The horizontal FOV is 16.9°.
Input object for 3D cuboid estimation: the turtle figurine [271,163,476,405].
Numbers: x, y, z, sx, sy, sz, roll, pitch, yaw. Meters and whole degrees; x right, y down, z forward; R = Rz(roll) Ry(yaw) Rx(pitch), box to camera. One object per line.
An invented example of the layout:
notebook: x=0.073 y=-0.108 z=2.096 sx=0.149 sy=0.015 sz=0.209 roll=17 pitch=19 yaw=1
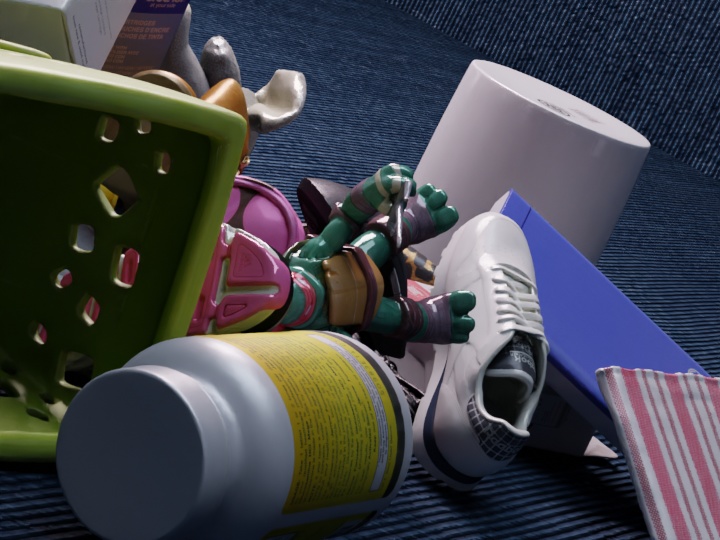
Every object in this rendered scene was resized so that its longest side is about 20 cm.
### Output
turtle figurine: x=0.001 y=0.009 z=1.407 sx=0.101 sy=0.150 sz=0.200 roll=8 pitch=11 yaw=24

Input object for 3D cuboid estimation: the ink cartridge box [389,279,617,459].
ink cartridge box: x=0.098 y=0.070 z=1.714 sx=0.200 sy=0.068 sz=0.116 roll=15 pitch=17 yaw=-42

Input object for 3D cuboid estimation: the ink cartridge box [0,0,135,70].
ink cartridge box: x=-0.208 y=-0.208 z=1.492 sx=0.145 sy=0.084 sz=0.200 roll=10 pitch=50 yaw=13

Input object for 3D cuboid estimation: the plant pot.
plant pot: x=-0.208 y=-0.027 z=1.248 sx=0.181 sy=0.199 sz=0.200 roll=26 pitch=11 yaw=38

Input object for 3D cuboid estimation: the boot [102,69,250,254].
boot: x=-0.114 y=-0.087 z=1.567 sx=0.071 sy=0.201 sz=0.144 roll=24 pitch=47 yaw=9

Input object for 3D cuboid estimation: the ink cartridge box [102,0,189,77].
ink cartridge box: x=-0.191 y=-0.177 z=1.620 sx=0.076 sy=0.200 sz=0.136 roll=-3 pitch=42 yaw=-40

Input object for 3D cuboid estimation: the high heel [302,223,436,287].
high heel: x=-0.041 y=-0.001 z=1.702 sx=0.200 sy=0.072 sz=0.143 roll=10 pitch=4 yaw=9

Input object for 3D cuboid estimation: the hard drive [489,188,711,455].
hard drive: x=0.156 y=0.045 z=1.681 sx=0.200 sy=0.025 sz=0.132 roll=43 pitch=33 yaw=-8

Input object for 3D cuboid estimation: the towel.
towel: x=0.232 y=0.141 z=1.629 sx=0.200 sy=0.030 sz=0.147 roll=10 pitch=56 yaw=-50

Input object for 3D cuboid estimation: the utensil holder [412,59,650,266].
utensil holder: x=0.115 y=-0.044 z=1.912 sx=0.170 sy=0.200 sz=0.170 roll=23 pitch=13 yaw=-6

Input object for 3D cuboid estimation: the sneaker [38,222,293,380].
sneaker: x=-0.097 y=0.027 z=1.358 sx=0.087 sy=0.074 sz=0.200 roll=27 pitch=-30 yaw=-38

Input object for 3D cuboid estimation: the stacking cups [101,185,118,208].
stacking cups: x=-0.266 y=-0.079 z=1.672 sx=0.200 sy=0.061 sz=0.061 roll=16 pitch=15 yaw=-18

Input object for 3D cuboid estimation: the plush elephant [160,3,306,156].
plush elephant: x=-0.134 y=-0.120 z=1.852 sx=0.200 sy=0.165 sz=0.155 roll=52 pitch=24 yaw=-10

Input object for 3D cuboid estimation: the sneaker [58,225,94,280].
sneaker: x=-0.180 y=-0.006 z=1.512 sx=0.115 sy=0.075 sz=0.200 roll=27 pitch=19 yaw=-22

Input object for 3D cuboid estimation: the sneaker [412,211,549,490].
sneaker: x=0.090 y=0.043 z=1.549 sx=0.076 sy=0.080 sz=0.200 roll=22 pitch=54 yaw=-21

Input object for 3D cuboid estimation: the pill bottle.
pill bottle: x=-0.063 y=0.088 z=1.223 sx=0.112 sy=0.113 sz=0.200 roll=31 pitch=13 yaw=24

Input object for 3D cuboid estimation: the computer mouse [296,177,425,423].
computer mouse: x=0.000 y=0.000 z=1.582 sx=0.140 sy=0.046 sz=0.200 roll=50 pitch=-15 yaw=53

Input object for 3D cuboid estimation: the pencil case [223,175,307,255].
pencil case: x=-0.080 y=-0.003 z=1.528 sx=0.091 sy=0.094 sz=0.200 roll=29 pitch=-6 yaw=7
